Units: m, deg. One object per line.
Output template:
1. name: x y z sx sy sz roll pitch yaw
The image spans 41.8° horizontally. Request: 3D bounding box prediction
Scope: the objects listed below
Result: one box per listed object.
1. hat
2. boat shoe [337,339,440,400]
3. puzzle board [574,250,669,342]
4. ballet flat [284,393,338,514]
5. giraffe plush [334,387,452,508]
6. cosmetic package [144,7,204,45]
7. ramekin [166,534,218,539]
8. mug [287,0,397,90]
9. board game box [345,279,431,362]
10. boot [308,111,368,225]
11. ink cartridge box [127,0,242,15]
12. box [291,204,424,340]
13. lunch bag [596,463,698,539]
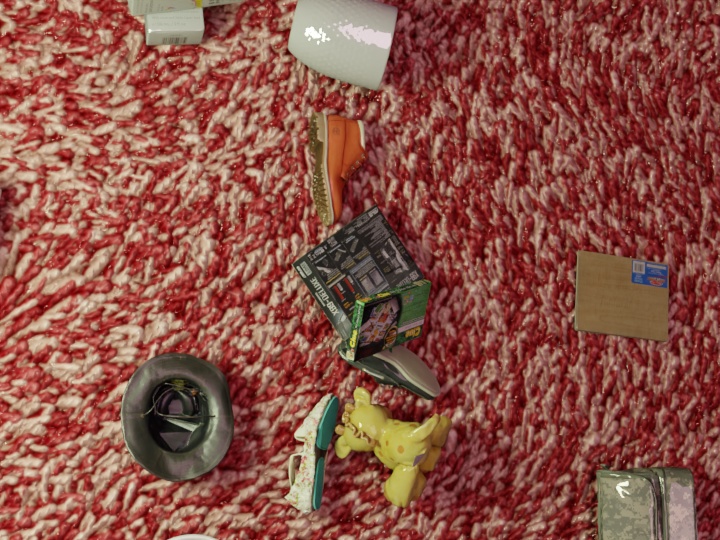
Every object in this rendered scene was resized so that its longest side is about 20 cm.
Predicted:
1. hat: -0.299 0.239 1.524 0.197 0.081 0.204 6 72 -18
2. boat shoe: 0.052 0.169 1.646 0.198 0.068 0.072 32 32 -13
3. puzzle board: 0.501 0.050 1.806 0.196 0.017 0.154 8 78 -15
4. ballet flat: -0.086 0.303 1.581 0.063 0.076 0.203 5 72 20
5. giraffe plush: 0.043 0.285 1.583 0.160 0.200 0.174 24 78 20
6. cosmetic package: -0.329 -0.498 1.632 0.100 0.074 0.204 -6 84 -17
7. ramekin: -0.272 0.514 1.478 0.197 0.098 0.205 2 81 -16
8. mug: -0.032 -0.432 1.679 0.172 0.149 0.202 13 48 -6
9. board game box: 0.050 0.082 1.593 0.199 0.023 0.107 -14 118 -52
10. boot: -0.032 -0.179 1.667 0.105 0.075 0.204 2 80 -20
11. ink cartridge box: -0.282 -0.493 1.531 0.197 0.145 0.089 -14 86 -19
12. box: 0.000 0.000 1.621 0.199 0.050 0.159 -38 94 -39
13. lunch bag: 0.505 0.452 1.689 0.164 0.139 0.204 1 80 1
